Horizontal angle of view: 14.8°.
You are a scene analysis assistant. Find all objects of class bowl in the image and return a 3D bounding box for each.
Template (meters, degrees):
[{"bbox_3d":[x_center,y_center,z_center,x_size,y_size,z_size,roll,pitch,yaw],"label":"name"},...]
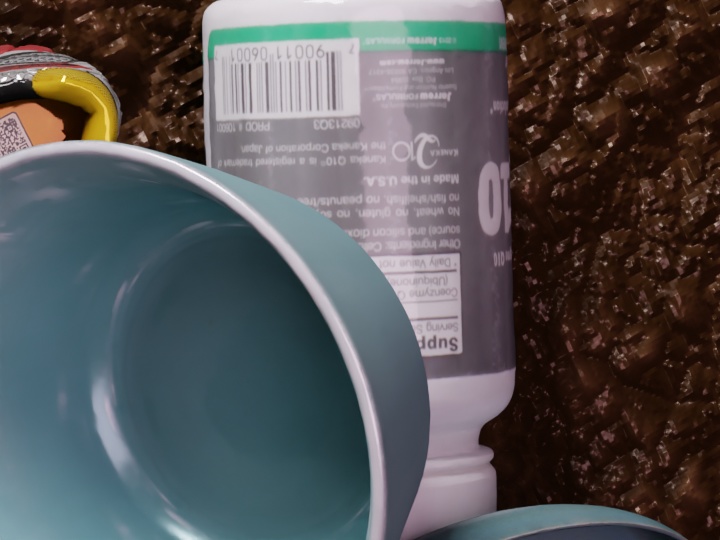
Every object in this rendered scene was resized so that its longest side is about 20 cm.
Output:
[{"bbox_3d":[-0.056,0.048,0.926,0.105,0.200,0.202,-23,103,-58],"label":"bowl"}]

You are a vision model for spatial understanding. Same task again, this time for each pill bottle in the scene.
[{"bbox_3d":[0.000,0.000,1.018,0.112,0.113,0.201,-3,93,-22],"label":"pill bottle"}]

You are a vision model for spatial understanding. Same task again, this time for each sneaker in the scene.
[{"bbox_3d":[-0.169,-0.017,0.964,0.200,0.082,0.078,-39,105,-16],"label":"sneaker"}]

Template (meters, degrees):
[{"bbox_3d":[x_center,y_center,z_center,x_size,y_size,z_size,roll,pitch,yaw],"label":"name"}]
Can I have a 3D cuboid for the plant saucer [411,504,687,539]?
[{"bbox_3d":[0.036,0.146,1.023,0.199,0.201,0.028,-11,53,-22],"label":"plant saucer"}]
